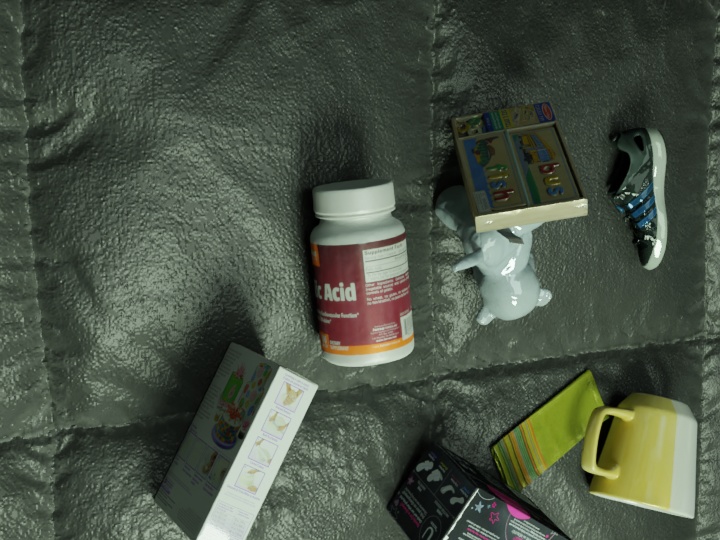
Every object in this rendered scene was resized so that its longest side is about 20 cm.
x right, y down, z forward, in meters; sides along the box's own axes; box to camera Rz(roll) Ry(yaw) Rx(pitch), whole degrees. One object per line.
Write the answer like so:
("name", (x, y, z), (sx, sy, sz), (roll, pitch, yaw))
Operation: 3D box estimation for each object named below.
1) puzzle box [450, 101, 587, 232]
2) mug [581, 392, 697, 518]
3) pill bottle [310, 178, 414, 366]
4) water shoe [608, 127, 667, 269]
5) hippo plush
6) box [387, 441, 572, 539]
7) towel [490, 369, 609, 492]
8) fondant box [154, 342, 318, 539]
("puzzle box", (0.186, -0.128, 1.190), (0.131, 0.202, 0.026), (-9, 133, 2))
("mug", (0.409, 0.256, 1.411), (0.186, 0.147, 0.156), (33, 69, -60))
("pill bottle", (0.000, 0.000, 1.163), (0.113, 0.114, 0.204), (-11, 101, -28))
("water shoe", (0.389, -0.101, 1.414), (0.077, 0.072, 0.204), (-4, 101, -1))
("hippo plush", (0.194, -0.025, 1.238), (0.157, 0.201, 0.162), (-23, 121, 7))
("box", (0.155, 0.332, 1.279), (0.199, 0.132, 0.116), (35, 92, -29))
("towel", (0.270, 0.229, 1.403), (0.199, 0.018, 0.087), (-33, 112, -23))
("fondant box", (-0.139, 0.191, 1.089), (0.058, 0.144, 0.203), (29, 82, -28))
